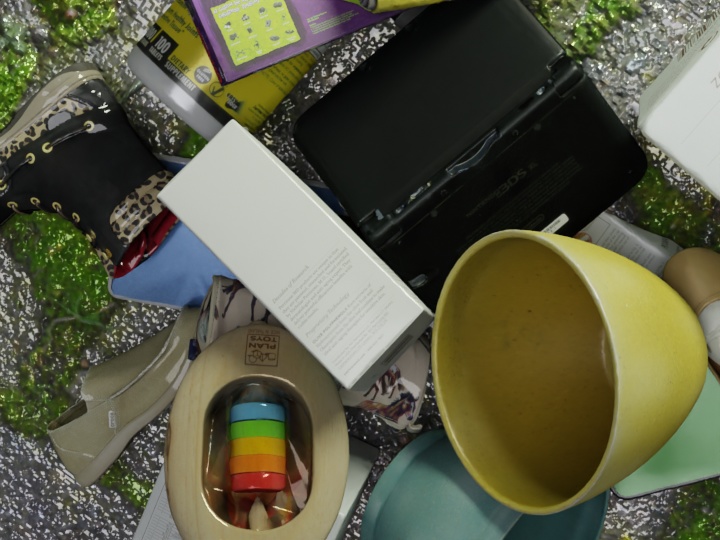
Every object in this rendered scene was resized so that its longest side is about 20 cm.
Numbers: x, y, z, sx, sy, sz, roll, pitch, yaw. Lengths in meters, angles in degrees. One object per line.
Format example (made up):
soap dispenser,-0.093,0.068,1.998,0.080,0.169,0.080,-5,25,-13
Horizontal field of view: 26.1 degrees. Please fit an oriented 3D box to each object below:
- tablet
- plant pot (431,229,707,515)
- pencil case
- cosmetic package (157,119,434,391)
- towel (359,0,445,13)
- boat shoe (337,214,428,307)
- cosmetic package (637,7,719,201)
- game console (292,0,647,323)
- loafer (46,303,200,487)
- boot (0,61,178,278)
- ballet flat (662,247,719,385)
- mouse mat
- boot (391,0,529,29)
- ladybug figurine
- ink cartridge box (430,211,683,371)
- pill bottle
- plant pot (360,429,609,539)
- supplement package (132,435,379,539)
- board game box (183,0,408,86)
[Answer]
tablet,-0.111,-0.023,1.303,0.199,0.014,0.131,10,104,8
plant pot,0.167,0.066,1.131,0.200,0.142,0.201,12,104,54
pencil case,-0.036,0.071,1.249,0.199,0.078,0.090,15,86,-11
cosmetic package,-0.044,-0.009,1.151,0.200,0.108,0.085,44,92,10
towel,0.065,-0.269,1.131,0.199,0.023,0.144,-15,87,-27
boat shoe,0.000,0.003,1.250,0.202,0.075,0.075,5,117,2
cosmetic package,0.328,-0.111,1.117,0.200,0.166,0.167,40,107,-1
game console,0.083,-0.092,1.180,0.200,0.116,0.176,-40,123,7
loafer,-0.198,0.099,1.313,0.068,0.076,0.200,37,108,-10
boot,-0.244,-0.053,1.281,0.200,0.073,0.151,-45,79,10
ballet flat,0.295,0.069,1.170,0.069,0.063,0.200,-34,110,9
mouse mat,0.277,0.091,1.256,0.199,0.008,0.161,-17,98,14
boot,0.060,-0.150,1.219,0.200,0.070,0.132,-34,92,5
ladybug figurine,-0.077,0.137,1.154,0.135,0.072,0.201,4,70,-2
ink cartridge box,0.181,0.032,1.233,0.200,0.057,0.163,36,108,4
pill bottle,-0.076,-0.198,1.195,0.112,0.112,0.200,41,92,0
plant pot,0.085,0.209,1.239,0.134,0.200,0.201,30,108,30
supplement package,-0.100,0.226,1.285,0.150,0.152,0.200,25,106,5
board game box,-0.033,-0.225,1.126,0.200,0.032,0.120,-24,97,-14
